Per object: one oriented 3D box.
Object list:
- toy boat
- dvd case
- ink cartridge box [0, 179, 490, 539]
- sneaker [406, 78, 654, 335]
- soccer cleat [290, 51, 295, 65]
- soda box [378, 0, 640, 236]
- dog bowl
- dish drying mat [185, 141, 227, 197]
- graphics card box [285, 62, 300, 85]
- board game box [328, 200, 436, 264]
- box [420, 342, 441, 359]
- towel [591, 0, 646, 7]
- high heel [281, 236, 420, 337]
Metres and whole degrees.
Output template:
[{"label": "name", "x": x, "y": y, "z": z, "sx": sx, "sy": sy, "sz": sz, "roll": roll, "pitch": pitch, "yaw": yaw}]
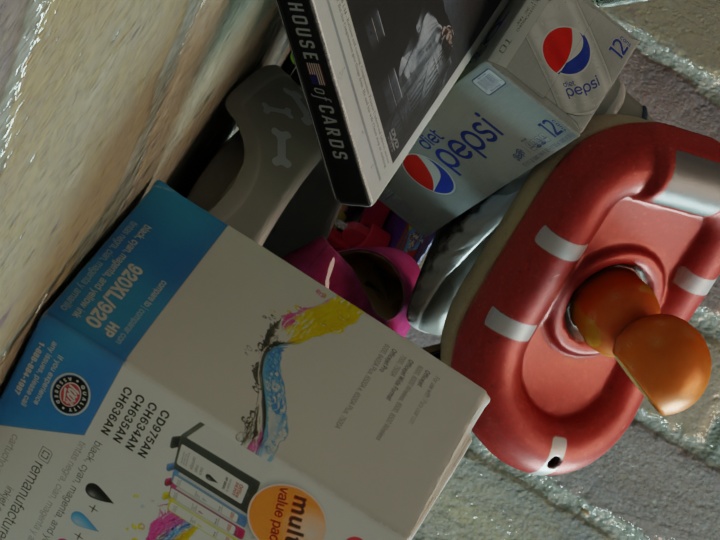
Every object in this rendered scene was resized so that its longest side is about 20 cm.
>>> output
[{"label": "toy boat", "x": 0.135, "y": 0.027, "z": 1.439, "sx": 0.200, "sy": 0.130, "sz": 0.131, "roll": -60, "pitch": -140, "yaw": 22}, {"label": "dvd case", "x": 0.022, "y": -0.150, "z": 1.310, "sx": 0.200, "sy": 0.025, "sz": 0.151, "roll": -56, "pitch": 142, "yaw": -39}, {"label": "ink cartridge box", "x": -0.068, "y": 0.090, "z": 1.343, "sx": 0.147, "sy": 0.200, "sz": 0.145, "roll": -59, "pitch": 178, "yaw": 33}, {"label": "sneaker", "x": 0.097, "y": -0.022, "z": 1.525, "sx": 0.200, "sy": 0.082, "sz": 0.075, "roll": -48, "pitch": -168, "yaw": 37}, {"label": "soccer cleat", "x": 0.017, "y": -0.183, "z": 1.413, "sx": 0.081, "sy": 0.067, "sz": 0.200, "roll": -6, "pitch": -125, "yaw": 47}, {"label": "soda box", "x": 0.065, "y": -0.085, "z": 1.454, "sx": 0.068, "sy": 0.063, "sz": 0.200, "roll": -57, "pitch": -170, "yaw": -24}, {"label": "dog bowl", "x": -0.068, "y": -0.011, "z": 1.518, "sx": 0.200, "sy": 0.059, "sz": 0.200, "roll": -59, "pitch": 171, "yaw": -15}, {"label": "dish drying mat", "x": -0.120, "y": 0.013, "z": 1.559, "sx": 0.200, "sy": 0.018, "sz": 0.077, "roll": -59, "pitch": 174, "yaw": -19}, {"label": "graphics card box", "x": -0.034, "y": -0.090, "z": 1.712, "sx": 0.200, "sy": 0.051, "sz": 0.125, "roll": -59, "pitch": 178, "yaw": 7}, {"label": "board game box", "x": 0.000, "y": -0.048, "z": 1.725, "sx": 0.158, "sy": 0.039, "sz": 0.200, "roll": -47, "pitch": -155, "yaw": 28}, {"label": "box", "x": -0.042, "y": 0.077, "z": 1.530, "sx": 0.200, "sy": 0.021, "sz": 0.163, "roll": -20, "pitch": 177, "yaw": 43}, {"label": "towel", "x": 0.128, "y": -0.228, "z": 1.650, "sx": 0.035, "sy": 0.200, "sz": 0.193, "roll": 53, "pitch": 37, "yaw": -45}, {"label": "high heel", "x": 0.000, "y": 0.000, "z": 1.541, "sx": 0.096, "sy": 0.067, "sz": 0.200, "roll": -55, "pitch": 162, "yaw": 28}]
